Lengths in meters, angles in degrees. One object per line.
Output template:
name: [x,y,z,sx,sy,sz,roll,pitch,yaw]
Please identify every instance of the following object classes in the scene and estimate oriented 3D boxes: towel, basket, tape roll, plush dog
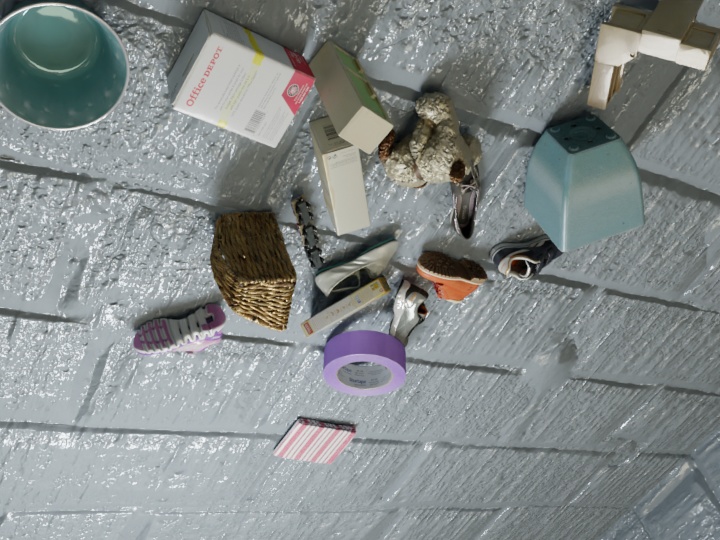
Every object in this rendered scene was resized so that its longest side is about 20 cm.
towel: [-0.122,0.456,2.171,0.197,0.030,0.147,17,124,-33]
basket: [-0.215,0.007,1.545,0.140,0.202,0.151,-5,136,-21]
tape roll: [0.010,0.221,1.918,0.195,0.067,0.202,1,143,0]
plush dog: [0.123,-0.211,1.546,0.169,0.163,0.200,-14,143,30]

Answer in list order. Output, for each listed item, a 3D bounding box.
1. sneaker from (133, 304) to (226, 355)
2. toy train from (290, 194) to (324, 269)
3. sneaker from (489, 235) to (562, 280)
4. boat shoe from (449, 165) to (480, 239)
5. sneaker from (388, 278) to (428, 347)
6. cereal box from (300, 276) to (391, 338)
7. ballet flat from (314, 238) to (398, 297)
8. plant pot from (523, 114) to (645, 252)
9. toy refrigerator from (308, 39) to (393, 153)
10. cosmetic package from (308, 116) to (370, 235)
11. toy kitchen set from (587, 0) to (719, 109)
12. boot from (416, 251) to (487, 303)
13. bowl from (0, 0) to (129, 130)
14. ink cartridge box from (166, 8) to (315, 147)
sneaker: [-0.374,0.143,1.705,0.196,0.081,0.089,-15,145,-12]
toy train: [-0.107,-0.080,1.627,0.034,0.046,0.202,-27,142,-13]
sneaker: [0.402,-0.025,1.894,0.196,0.080,0.079,-11,136,-17]
boat shoe: [0.223,-0.151,1.698,0.065,0.058,0.202,-15,137,-10]
sneaker: [0.112,0.113,1.880,0.078,0.075,0.203,18,136,11]
cereal box: [-0.030,0.078,1.768,0.197,0.040,0.144,-30,178,5]
ballet flat: [0.000,0.000,1.735,0.197,0.070,0.070,-24,138,1]
plant pot: [0.457,-0.198,1.672,0.192,0.197,0.203,-17,128,-7]
toy refrigerator: [-0.018,-0.291,1.339,0.075,0.202,0.070,24,120,-39]
cosmetic package: [-0.037,-0.178,1.517,0.072,0.105,0.202,-16,136,-7]
toy kitchen set: [0.561,-0.406,1.534,0.164,0.197,0.183,-51,152,-35]
boot: [0.189,0.024,1.850,0.197,0.076,0.108,15,130,-36]
bowl: [-0.443,-0.319,1.185,0.197,0.106,0.203,-14,137,-13]
ink cartridge box: [-0.196,-0.309,1.325,0.197,0.084,0.146,16,124,-36]
